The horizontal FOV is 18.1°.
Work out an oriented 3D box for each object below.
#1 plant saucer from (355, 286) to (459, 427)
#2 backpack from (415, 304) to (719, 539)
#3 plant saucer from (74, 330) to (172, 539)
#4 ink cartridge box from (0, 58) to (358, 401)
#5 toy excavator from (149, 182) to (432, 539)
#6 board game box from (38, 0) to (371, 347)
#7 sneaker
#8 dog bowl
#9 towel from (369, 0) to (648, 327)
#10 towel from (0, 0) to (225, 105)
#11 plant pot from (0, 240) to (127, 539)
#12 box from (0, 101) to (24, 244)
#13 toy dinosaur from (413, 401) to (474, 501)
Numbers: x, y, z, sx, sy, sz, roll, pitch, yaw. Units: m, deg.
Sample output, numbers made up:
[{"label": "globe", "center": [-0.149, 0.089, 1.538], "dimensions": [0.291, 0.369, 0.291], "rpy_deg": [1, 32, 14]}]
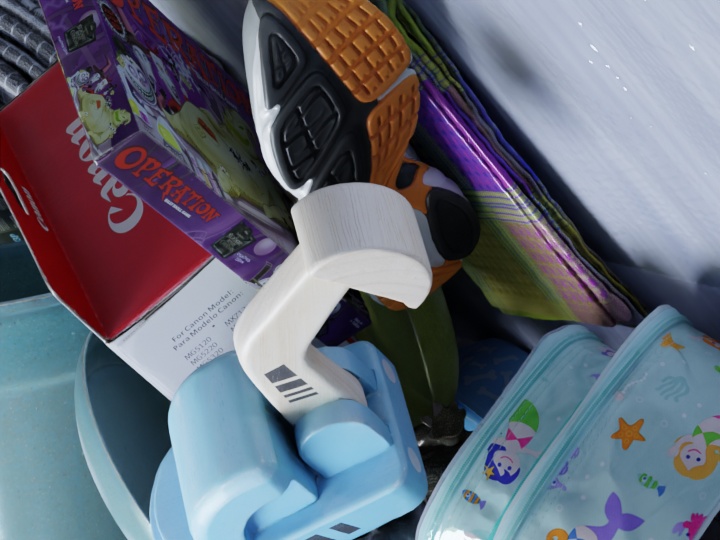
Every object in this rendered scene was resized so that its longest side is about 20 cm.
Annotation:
[{"label": "plant saucer", "center": [0.000, 0.000, 1.176], "dimensions": [0.200, 0.031, 0.200], "rpy_deg": [56, 162, 29]}, {"label": "backpack", "center": [0.114, 0.111, 0.954], "dimensions": [0.150, 0.178, 0.200], "rpy_deg": [33, 160, 18]}, {"label": "plant saucer", "center": [-0.076, 0.110, 1.134], "dimensions": [0.200, 0.027, 0.200], "rpy_deg": [45, -160, -21]}, {"label": "ink cartridge box", "center": [-0.101, -0.025, 1.111], "dimensions": [0.176, 0.084, 0.200], "rpy_deg": [46, -173, -44]}, {"label": "toy excavator", "center": [-0.028, 0.061, 0.971], "dimensions": [0.200, 0.194, 0.100], "rpy_deg": [42, -155, -51]}, {"label": "board game box", "center": [-0.067, -0.054, 0.984], "dimensions": [0.200, 0.032, 0.120], "rpy_deg": [41, -162, -53]}, {"label": "sneaker", "center": [-0.020, -0.063, 0.967], "dimensions": [0.092, 0.076, 0.200], "rpy_deg": [41, 166, 36]}, {"label": "dog bowl", "center": [0.078, 0.090, 1.275], "dimensions": [0.111, 0.050, 0.200], "rpy_deg": [46, 166, -4]}, {"label": "towel", "center": [0.042, -0.048, 1.024], "dimensions": [0.200, 0.023, 0.144], "rpy_deg": [50, 167, -16]}, {"label": "towel", "center": [-0.141, -0.084, 1.328], "dimensions": [0.200, 0.086, 0.166], "rpy_deg": [36, 165, 32]}, {"label": "plant pot", "center": [-0.199, 0.096, 1.318], "dimensions": [0.200, 0.199, 0.197], "rpy_deg": [-165, 65, -65]}, {"label": "box", "center": [-0.240, -0.116, 1.404], "dimensions": [0.200, 0.046, 0.160], "rpy_deg": [60, -159, -58]}, {"label": "toy dinosaur", "center": [0.061, 0.102, 1.104], "dimensions": [0.102, 0.199, 0.077], "rpy_deg": [151, 117, -82]}]
